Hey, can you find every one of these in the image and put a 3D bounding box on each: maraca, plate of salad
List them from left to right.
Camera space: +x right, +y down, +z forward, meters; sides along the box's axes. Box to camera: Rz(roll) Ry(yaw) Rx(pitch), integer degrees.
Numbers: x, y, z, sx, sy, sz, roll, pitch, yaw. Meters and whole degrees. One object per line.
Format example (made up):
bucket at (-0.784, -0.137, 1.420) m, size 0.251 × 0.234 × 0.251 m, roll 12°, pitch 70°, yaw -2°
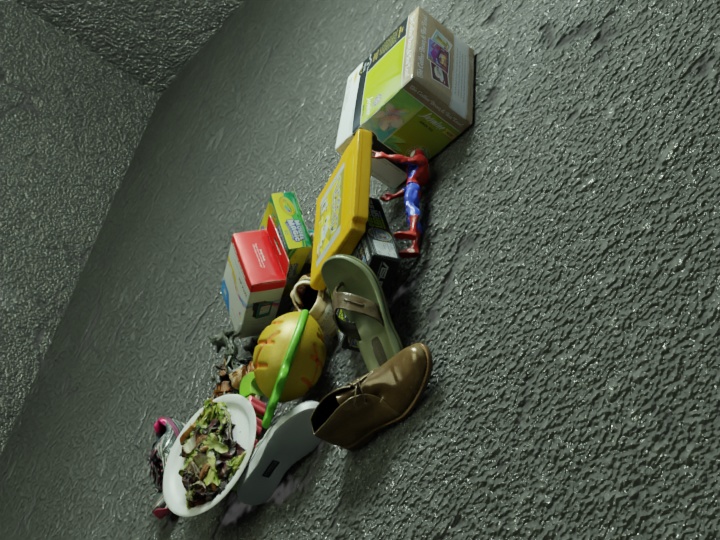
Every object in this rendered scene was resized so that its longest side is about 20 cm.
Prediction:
plate of salad at (-0.237, 0.274, 1.430) m, size 0.199 × 0.048 × 0.201 m, roll -28°, pitch 40°, yaw 27°
maraca at (-0.110, 0.143, 1.396) m, size 0.201 × 0.106 × 0.138 m, roll -74°, pitch 1°, yaw -49°

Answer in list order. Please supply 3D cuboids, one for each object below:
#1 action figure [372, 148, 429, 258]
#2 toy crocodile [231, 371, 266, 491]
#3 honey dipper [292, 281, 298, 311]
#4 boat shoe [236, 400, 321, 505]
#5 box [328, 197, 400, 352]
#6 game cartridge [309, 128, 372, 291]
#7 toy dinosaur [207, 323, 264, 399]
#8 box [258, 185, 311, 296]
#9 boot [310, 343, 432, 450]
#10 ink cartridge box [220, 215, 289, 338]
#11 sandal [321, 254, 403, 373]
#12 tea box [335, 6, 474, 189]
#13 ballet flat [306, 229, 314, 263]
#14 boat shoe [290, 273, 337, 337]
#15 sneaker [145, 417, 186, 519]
action figure at (0.055, -0.115, 1.438) m, size 0.066 × 0.098 × 0.201 m, roll 80°, pitch -162°, yaw -49°
toy crocodile at (-0.181, 0.255, 1.489) m, size 0.062 × 0.067 × 0.201 m, roll -35°, pitch 33°, yaw 39°
honey dipper at (-0.111, 0.083, 1.596) m, size 0.038 × 0.038 × 0.201 m, roll -44°, pitch 26°, yaw 28°
boat shoe at (-0.118, 0.253, 1.377) m, size 0.201 × 0.070 × 0.070 m, roll -55°, pitch 26°, yaw 23°
box at (0.000, 0.000, 1.407) m, size 0.200 × 0.044 × 0.161 m, roll -106°, pitch 30°, yaw -60°
game cartridge at (-0.031, -0.090, 1.444) m, size 0.200 × 0.032 × 0.178 m, roll 123°, pitch 154°, yaw -55°
toy dinosaur at (-0.197, 0.174, 1.624) m, size 0.199 × 0.102 × 0.137 m, roll -26°, pitch 51°, yaw 21°
box at (-0.136, -0.049, 1.653) m, size 0.118 × 0.048 × 0.200 m, roll 70°, pitch 152°, yaw 25°
boot at (0.013, 0.161, 1.204) m, size 0.200 × 0.075 × 0.074 m, roll -46°, pitch 42°, yaw 27°
ink cartridge box at (-0.186, 0.012, 1.647) m, size 0.117 × 0.067 × 0.201 m, roll 64°, pitch 151°, yaw 32°
sandal at (-0.001, 0.063, 1.272) m, size 0.080 × 0.057 × 0.202 m, roll -46°, pitch 60°, yaw 37°
tea box at (0.075, -0.282, 1.547) m, size 0.196 × 0.133 × 0.201 m, roll -38°, pitch 31°, yaw 39°
ballet flat at (-0.092, -0.045, 1.694) m, size 0.072 × 0.071 × 0.200 m, roll -61°, pitch 22°, yaw -7°
boat shoe at (-0.078, 0.040, 1.540) m, size 0.074 × 0.069 × 0.200 m, roll -56°, pitch 24°, yaw 4°
sneaker at (-0.351, 0.355, 1.690) m, size 0.081 × 0.074 × 0.201 m, roll -44°, pitch 28°, yaw 29°
